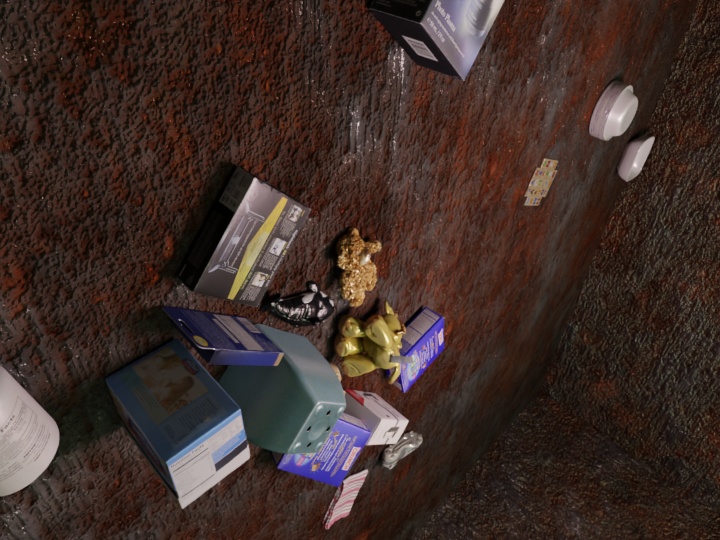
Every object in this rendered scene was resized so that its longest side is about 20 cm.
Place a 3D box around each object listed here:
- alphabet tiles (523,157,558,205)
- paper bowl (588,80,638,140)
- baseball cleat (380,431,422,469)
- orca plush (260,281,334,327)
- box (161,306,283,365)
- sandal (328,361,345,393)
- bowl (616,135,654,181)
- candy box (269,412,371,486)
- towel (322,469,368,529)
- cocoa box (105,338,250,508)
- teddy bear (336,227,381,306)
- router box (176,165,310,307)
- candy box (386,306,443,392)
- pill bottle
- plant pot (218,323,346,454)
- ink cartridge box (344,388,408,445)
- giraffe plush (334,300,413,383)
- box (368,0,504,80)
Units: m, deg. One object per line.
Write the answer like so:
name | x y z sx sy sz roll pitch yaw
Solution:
alphabet tiles | 0.625 -0.303 1.817 0.198 0.006 0.169 -9 124 -51
paper bowl | 0.927 -0.574 1.909 0.199 0.104 0.203 -34 143 -31
baseball cleat | 0.147 0.675 1.970 0.197 0.070 0.108 -9 132 -39
orca plush | -0.107 0.080 1.074 0.106 0.071 0.199 -57 149 0
box | -0.232 0.112 0.881 0.033 0.120 0.199 -59 148 7
sandal | -0.080 0.260 1.291 0.212 0.076 0.071 55 52 -63
bowl | 1.283 -0.536 2.465 0.198 0.074 0.203 -27 138 -40
candy box | -0.098 0.431 1.318 0.198 0.077 0.171 31 93 -29
towel | -0.049 0.789 1.819 0.145 0.030 0.203 0 117 -55
cocoa box | -0.288 0.235 0.835 0.132 0.199 0.133 -31 140 -34
teddy bear | 0.000 0.000 1.157 0.144 0.066 0.203 -35 143 -36
router box | -0.187 -0.048 0.866 0.202 0.052 0.157 -60 149 3
candy box | 0.163 0.235 1.568 0.199 0.077 0.171 -41 144 -24
pill bottle | -0.460 0.173 0.623 0.114 0.114 0.202 -38 143 -28
plant pot | -0.147 0.258 1.053 0.198 0.199 0.196 -57 148 2
ink cartridge box | 0.030 0.415 1.488 0.084 0.146 0.199 -58 149 1
giraffe plush | 0.046 0.162 1.303 0.163 0.196 0.176 -59 163 -62
box | 0.145 -0.473 0.892 0.199 0.122 0.201 14 105 -58
